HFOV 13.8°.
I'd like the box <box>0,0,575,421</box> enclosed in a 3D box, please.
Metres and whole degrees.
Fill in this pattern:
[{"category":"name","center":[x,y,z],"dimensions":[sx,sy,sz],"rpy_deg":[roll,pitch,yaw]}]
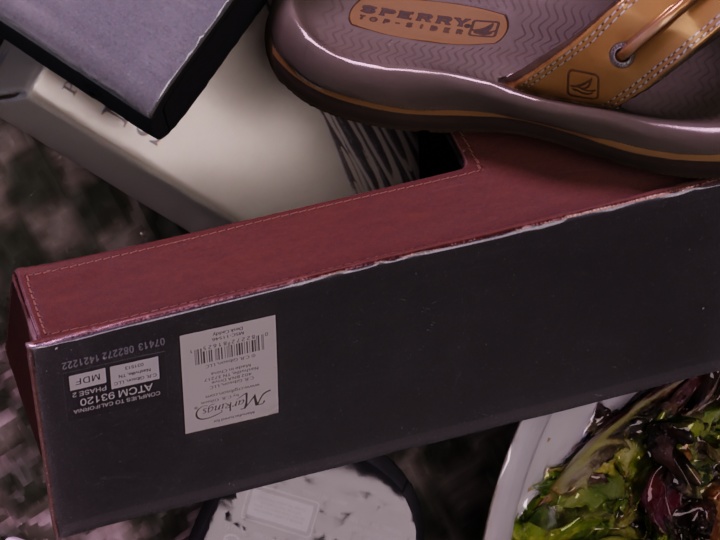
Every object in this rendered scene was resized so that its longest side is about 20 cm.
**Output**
[{"category":"box","center":[-0.010,-0.036,0.908],"dimensions":[0.199,0.068,0.082],"rpy_deg":[30,82,-20]}]

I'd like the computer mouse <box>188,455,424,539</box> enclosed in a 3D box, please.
[{"category":"computer mouse","center":[-0.062,0.141,0.911],"dimensions":[0.140,0.046,0.201],"rpy_deg":[11,85,-4]}]

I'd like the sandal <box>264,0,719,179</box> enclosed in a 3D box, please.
[{"category":"sandal","center":[0.071,-0.072,0.807],"dimensions":[0.199,0.082,0.055],"rpy_deg":[9,130,13]}]

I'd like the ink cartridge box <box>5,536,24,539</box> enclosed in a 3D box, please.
[{"category":"ink cartridge box","center":[-0.032,0.176,0.845],"dimensions":[0.199,0.083,0.147],"rpy_deg":[20,84,-2]}]

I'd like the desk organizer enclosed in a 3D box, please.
[{"category":"desk organizer","center":[0.000,0.000,0.825],"dimensions":[0.199,0.077,0.072],"rpy_deg":[-14,132,-12]}]

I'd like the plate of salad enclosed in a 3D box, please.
[{"category":"plate of salad","center":[0.112,0.074,0.932],"dimensions":[0.199,0.048,0.201],"rpy_deg":[-21,120,-40]}]

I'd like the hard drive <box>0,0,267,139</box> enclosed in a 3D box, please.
[{"category":"hard drive","center":[-0.098,-0.148,0.844],"dimensions":[0.199,0.033,0.140],"rpy_deg":[33,79,11]}]
